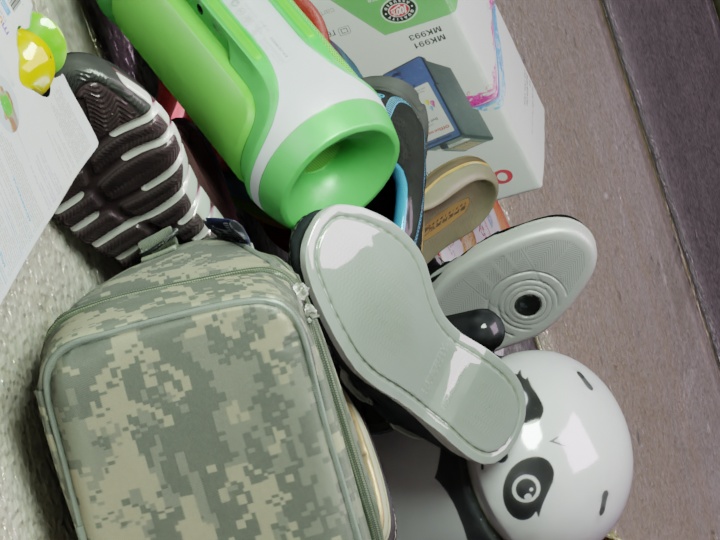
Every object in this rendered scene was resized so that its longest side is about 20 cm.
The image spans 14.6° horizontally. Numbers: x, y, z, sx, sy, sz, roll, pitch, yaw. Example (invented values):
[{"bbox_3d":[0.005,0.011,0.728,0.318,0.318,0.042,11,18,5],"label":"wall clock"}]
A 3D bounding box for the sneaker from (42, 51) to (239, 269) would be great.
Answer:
[{"bbox_3d":[-0.120,-0.061,1.443,0.200,0.075,0.116,58,9,-43],"label":"sneaker"}]

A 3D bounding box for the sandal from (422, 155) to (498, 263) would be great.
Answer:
[{"bbox_3d":[0.019,0.002,1.638,0.054,0.200,0.081,41,-34,21],"label":"sandal"}]

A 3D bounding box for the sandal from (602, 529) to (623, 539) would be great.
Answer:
[{"bbox_3d":[0.129,0.182,1.640,0.078,0.069,0.212,49,32,-29],"label":"sandal"}]

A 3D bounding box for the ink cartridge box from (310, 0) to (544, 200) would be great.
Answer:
[{"bbox_3d":[0.016,-0.128,1.763,0.088,0.144,0.201,-86,155,-45],"label":"ink cartridge box"}]

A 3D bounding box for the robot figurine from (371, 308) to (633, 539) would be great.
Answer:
[{"bbox_3d":[0.060,0.117,1.602,0.151,0.199,0.125,53,43,-23],"label":"robot figurine"}]

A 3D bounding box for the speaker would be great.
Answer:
[{"bbox_3d":[-0.064,-0.113,1.453,0.200,0.088,0.088,51,4,30],"label":"speaker"}]

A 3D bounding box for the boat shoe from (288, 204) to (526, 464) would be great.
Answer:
[{"bbox_3d":[0.012,0.034,1.457,0.076,0.060,0.200,-55,132,-22],"label":"boat shoe"}]

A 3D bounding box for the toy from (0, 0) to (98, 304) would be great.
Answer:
[{"bbox_3d":[-0.182,-0.057,1.252,0.116,0.047,0.200,66,25,-23],"label":"toy"}]

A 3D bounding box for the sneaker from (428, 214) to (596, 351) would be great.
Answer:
[{"bbox_3d":[0.061,0.006,1.741,0.073,0.200,0.112,38,28,-25],"label":"sneaker"}]

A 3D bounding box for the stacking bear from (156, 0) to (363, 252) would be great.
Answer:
[{"bbox_3d":[-0.040,-0.070,1.620,0.200,0.113,0.122,55,26,-58],"label":"stacking bear"}]

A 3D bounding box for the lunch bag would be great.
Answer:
[{"bbox_3d":[-0.071,0.088,1.352,0.168,0.138,0.201,-111,-175,-79],"label":"lunch bag"}]

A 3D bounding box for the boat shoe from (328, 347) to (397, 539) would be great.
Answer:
[{"bbox_3d":[-0.025,0.080,1.496,0.065,0.072,0.200,22,26,-48],"label":"boat shoe"}]

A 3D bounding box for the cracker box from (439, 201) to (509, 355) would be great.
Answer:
[{"bbox_3d":[0.054,-0.010,1.930,0.201,0.057,0.134,-81,150,-51],"label":"cracker box"}]

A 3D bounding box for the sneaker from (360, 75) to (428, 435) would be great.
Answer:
[{"bbox_3d":[0.000,0.000,1.521,0.082,0.073,0.202,-71,161,-70],"label":"sneaker"}]
